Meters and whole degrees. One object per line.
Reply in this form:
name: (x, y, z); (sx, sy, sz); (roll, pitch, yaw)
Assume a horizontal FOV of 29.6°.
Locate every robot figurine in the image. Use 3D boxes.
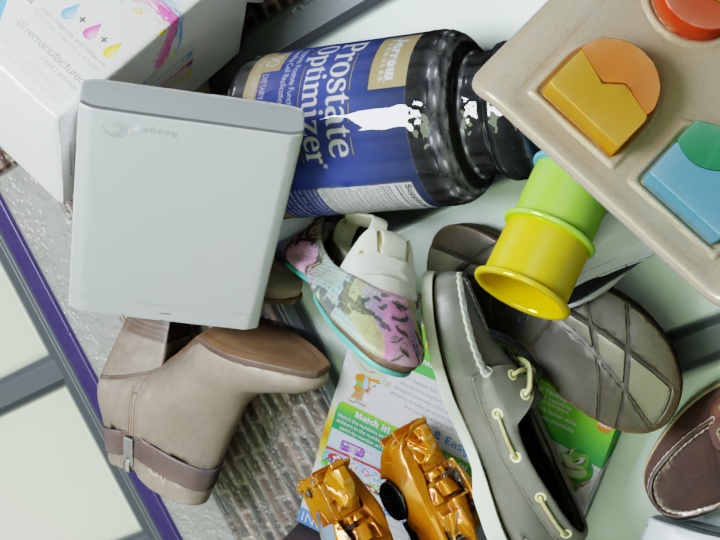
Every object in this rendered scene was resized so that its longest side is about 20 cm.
robot figurine: (0.047, 0.206, 0.901); (0.200, 0.145, 0.058); (60, 147, 9)

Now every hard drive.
hard drive: (-0.116, -0.035, 0.870); (0.131, 0.026, 0.200); (7, 142, -9)

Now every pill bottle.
pill bottle: (0.023, -0.094, 0.875); (0.199, 0.112, 0.112); (-4, 105, 27)

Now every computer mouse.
computer mouse: (0.169, -0.041, 0.827); (0.200, 0.044, 0.110); (-34, 69, 20)

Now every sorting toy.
sorting toy: (0.192, -0.105, 0.766); (0.200, 0.185, 0.036); (42, 164, 10)

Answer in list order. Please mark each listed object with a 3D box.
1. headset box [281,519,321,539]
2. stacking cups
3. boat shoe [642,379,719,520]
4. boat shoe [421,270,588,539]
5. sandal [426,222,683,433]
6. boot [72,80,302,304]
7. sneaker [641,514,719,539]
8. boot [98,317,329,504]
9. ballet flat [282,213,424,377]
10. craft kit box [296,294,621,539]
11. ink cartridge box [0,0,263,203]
headset box: (-0.021, 0.270, 0.967); (0.148, 0.200, 0.077); (24, 117, 18)
stacking cups: (0.137, -0.069, 0.802); (0.060, 0.061, 0.200); (24, 75, 17)
boat shoe: (0.252, 0.101, 0.850); (0.200, 0.072, 0.072); (-39, 88, 31)
boat shoe: (0.091, 0.090, 0.881); (0.060, 0.072, 0.202); (-16, 99, 19)
sandal: (0.131, 0.031, 0.903); (0.200, 0.055, 0.082); (31, 113, 30)
boot: (-0.127, -0.066, 0.988); (0.199, 0.070, 0.147); (13, 103, 13)
sneaker: (0.272, 0.213, 0.868); (0.199, 0.073, 0.071); (11, 93, 37)
boot: (-0.115, 0.106, 1.022); (0.200, 0.070, 0.147); (20, 109, 34)
ballet flat: (0.000, 0.000, 0.888); (0.069, 0.200, 0.071); (25, 99, -23)
craft kit box: (0.068, 0.135, 0.970); (0.199, 0.048, 0.198); (25, 119, 17)
ink cartridge box: (-0.169, -0.172, 0.897); (0.128, 0.200, 0.125); (41, 158, 7)
